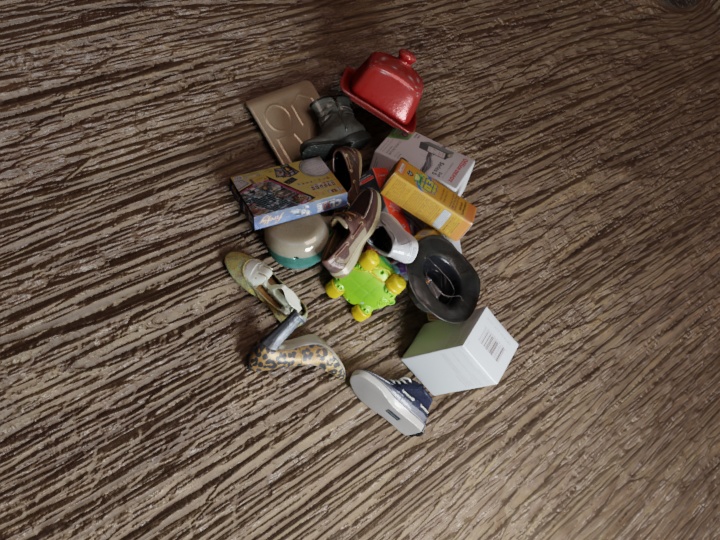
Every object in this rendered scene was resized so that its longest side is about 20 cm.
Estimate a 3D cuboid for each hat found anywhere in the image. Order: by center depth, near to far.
[{"bbox_3d":[0.151,0.031,1.696,0.200,0.081,0.201,20,52,-28],"label":"hat"}]

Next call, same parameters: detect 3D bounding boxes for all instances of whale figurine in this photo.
[{"bbox_3d":[-0.127,-0.086,1.685,0.158,0.104,0.200,0,45,-3],"label":"whale figurine"}]

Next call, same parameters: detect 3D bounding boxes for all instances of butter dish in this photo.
[{"bbox_3d":[0.071,-0.427,1.863,0.199,0.148,0.200,32,25,-10],"label":"butter dish"}]

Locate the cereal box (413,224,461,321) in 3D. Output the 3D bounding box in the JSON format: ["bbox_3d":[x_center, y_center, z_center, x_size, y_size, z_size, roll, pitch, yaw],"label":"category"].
[{"bbox_3d":[0.177,-0.007,1.817,0.144,0.039,0.201,-38,123,-49],"label":"cereal box"}]

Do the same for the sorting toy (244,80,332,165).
[{"bbox_3d":[-0.134,-0.305,1.798,0.185,0.036,0.200,-30,86,-38],"label":"sorting toy"}]

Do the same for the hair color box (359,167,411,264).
[{"bbox_3d":[0.038,-0.109,1.785,0.061,0.101,0.201,-10,77,-56],"label":"hair color box"}]

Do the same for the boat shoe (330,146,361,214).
[{"bbox_3d":[-0.034,-0.160,1.749,0.070,0.070,0.201,-18,104,-65],"label":"boat shoe"}]

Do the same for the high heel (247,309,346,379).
[{"bbox_3d":[-0.123,0.185,1.616,0.143,0.071,0.200,-44,121,-6],"label":"high heel"}]

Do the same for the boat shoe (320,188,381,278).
[{"bbox_3d":[-0.023,-0.086,1.630,0.072,0.072,0.200,42,67,-39],"label":"boat shoe"}]

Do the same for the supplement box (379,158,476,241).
[{"bbox_3d":[0.143,-0.148,1.747,0.200,0.069,0.067,30,42,-7],"label":"supplement box"}]

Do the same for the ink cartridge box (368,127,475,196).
[{"bbox_3d":[0.136,-0.224,1.848,0.200,0.084,0.146,26,41,9],"label":"ink cartridge box"}]

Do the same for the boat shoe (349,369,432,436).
[{"bbox_3d":[0.065,0.247,1.699,0.200,0.075,0.093,46,47,-20],"label":"boat shoe"}]

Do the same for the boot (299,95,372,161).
[{"bbox_3d":[-0.077,-0.307,1.781,0.200,0.068,0.131,-21,73,-42],"label":"boot"}]

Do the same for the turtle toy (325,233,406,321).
[{"bbox_3d":[0.000,0.000,1.713,0.200,0.146,0.101,43,33,-14],"label":"turtle toy"}]

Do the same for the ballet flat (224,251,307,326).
[{"bbox_3d":[-0.177,0.030,1.616,0.200,0.071,0.071,47,54,-10],"label":"ballet flat"}]

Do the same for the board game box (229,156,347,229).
[{"bbox_3d":[-0.144,-0.157,1.658,0.199,0.035,0.136,-16,47,-21],"label":"board game box"}]

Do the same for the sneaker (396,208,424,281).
[{"bbox_3d":[0.094,-0.054,1.829,0.200,0.073,0.114,46,57,-11],"label":"sneaker"}]

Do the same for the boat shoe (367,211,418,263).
[{"bbox_3d":[0.041,-0.070,1.668,0.068,0.072,0.200,13,23,-31],"label":"boat shoe"}]

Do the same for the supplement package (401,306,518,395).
[{"bbox_3d":[0.205,0.170,1.728,0.117,0.200,0.117,48,54,-16],"label":"supplement package"}]
